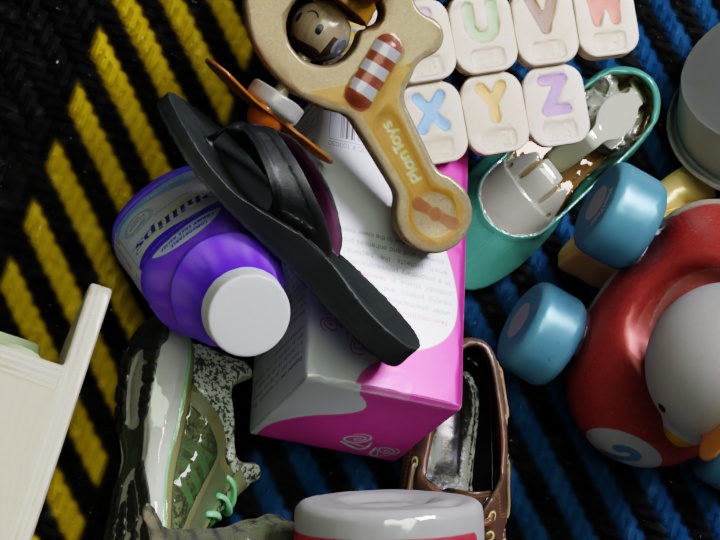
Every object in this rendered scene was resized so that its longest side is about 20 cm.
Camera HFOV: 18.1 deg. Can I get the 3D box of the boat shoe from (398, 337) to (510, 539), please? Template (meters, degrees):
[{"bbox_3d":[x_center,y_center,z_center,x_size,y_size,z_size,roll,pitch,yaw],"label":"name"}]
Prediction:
[{"bbox_3d":[0.055,0.140,1.368,0.070,0.070,0.202,5,72,-18],"label":"boat shoe"}]

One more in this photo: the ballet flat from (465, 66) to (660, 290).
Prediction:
[{"bbox_3d":[0.123,-0.068,1.457,0.067,0.070,0.200,46,66,2],"label":"ballet flat"}]

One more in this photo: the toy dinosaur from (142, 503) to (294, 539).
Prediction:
[{"bbox_3d":[-0.068,0.180,1.303,0.199,0.047,0.089,10,80,-55],"label":"toy dinosaur"}]

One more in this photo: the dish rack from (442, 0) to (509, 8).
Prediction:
[{"bbox_3d":[0.028,-0.212,1.438,0.199,0.153,0.055,26,80,-7],"label":"dish rack"}]

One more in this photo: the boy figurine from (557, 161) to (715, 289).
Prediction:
[{"bbox_3d":[0.226,-0.018,1.475,0.198,0.064,0.125,4,74,-17],"label":"boy figurine"}]

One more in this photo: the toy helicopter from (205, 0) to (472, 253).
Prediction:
[{"bbox_3d":[-0.004,-0.096,1.296,0.132,0.079,0.201,-30,98,-11],"label":"toy helicopter"}]

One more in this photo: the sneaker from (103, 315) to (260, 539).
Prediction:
[{"bbox_3d":[-0.097,0.129,1.331,0.088,0.077,0.202,11,72,-24],"label":"sneaker"}]

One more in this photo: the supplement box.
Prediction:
[{"bbox_3d":[0.000,0.000,1.365,0.101,0.103,0.201,13,61,-19],"label":"supplement box"}]

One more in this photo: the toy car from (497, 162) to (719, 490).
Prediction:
[{"bbox_3d":[0.201,0.062,1.340,0.184,0.200,0.177,29,106,-12],"label":"toy car"}]

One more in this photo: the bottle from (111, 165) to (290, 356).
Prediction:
[{"bbox_3d":[-0.088,-0.003,1.303,0.083,0.200,0.065,-36,113,-3],"label":"bottle"}]

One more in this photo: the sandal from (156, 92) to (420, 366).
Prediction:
[{"bbox_3d":[-0.032,-0.033,1.264,0.048,0.075,0.200,-44,93,12],"label":"sandal"}]

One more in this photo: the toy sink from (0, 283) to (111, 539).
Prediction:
[{"bbox_3d":[-0.228,0.098,1.267,0.111,0.130,0.201,20,68,-8],"label":"toy sink"}]

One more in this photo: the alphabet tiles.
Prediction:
[{"bbox_3d":[0.069,-0.167,1.361,0.198,0.015,0.197,-9,87,-14],"label":"alphabet tiles"}]

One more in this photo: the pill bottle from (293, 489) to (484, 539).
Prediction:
[{"bbox_3d":[0.017,0.230,1.286,0.110,0.111,0.202,-1,91,-16],"label":"pill bottle"}]

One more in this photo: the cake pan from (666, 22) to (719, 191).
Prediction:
[{"bbox_3d":[0.298,-0.119,1.477,0.199,0.037,0.201,-9,40,8],"label":"cake pan"}]
